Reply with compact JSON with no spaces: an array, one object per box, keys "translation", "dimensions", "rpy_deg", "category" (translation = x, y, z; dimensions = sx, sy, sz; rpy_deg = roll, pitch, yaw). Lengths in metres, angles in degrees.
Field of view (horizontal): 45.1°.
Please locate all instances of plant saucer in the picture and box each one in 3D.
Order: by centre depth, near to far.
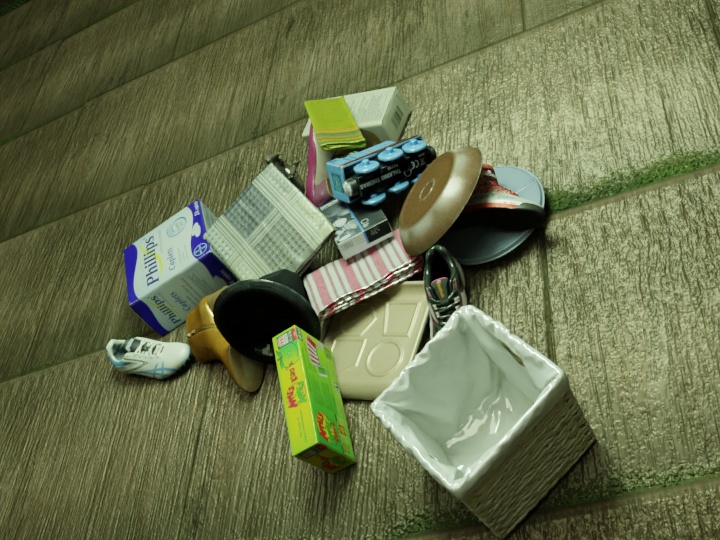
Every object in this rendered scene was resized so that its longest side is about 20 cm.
[{"translation":[0.117,-0.119,1.378],"dimensions":[0.201,0.036,0.201],"rpy_deg":[-50,20,25],"category":"plant saucer"}]

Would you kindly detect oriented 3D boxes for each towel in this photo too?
[{"translation":[0.000,0.000,1.452],"dimensions":[0.198,0.030,0.147],"rpy_deg":[-26,27,-3],"category":"towel"},{"translation":[-0.160,-0.061,1.531],"dimensions":[0.193,0.035,0.200],"rpy_deg":[-46,65,5],"category":"towel"},{"translation":[-0.050,-0.280,1.633],"dimensions":[0.085,0.018,0.201],"rpy_deg":[-5,36,-11],"category":"towel"}]

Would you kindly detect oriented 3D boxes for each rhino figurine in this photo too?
[{"translation":[-0.143,-0.155,1.631],"dimensions":[0.086,0.201,0.060],"rpy_deg":[22,58,13],"category":"rhino figurine"}]

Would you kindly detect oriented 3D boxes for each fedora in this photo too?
[{"translation":[-0.144,0.063,1.424],"dimensions":[0.198,0.202,0.092],"rpy_deg":[-12,38,28],"category":"fedora"}]

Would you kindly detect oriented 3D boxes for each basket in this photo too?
[{"translation":[0.160,0.192,1.113],"dimensions":[0.200,0.161,0.198],"rpy_deg":[-46,41,-6],"category":"basket"}]

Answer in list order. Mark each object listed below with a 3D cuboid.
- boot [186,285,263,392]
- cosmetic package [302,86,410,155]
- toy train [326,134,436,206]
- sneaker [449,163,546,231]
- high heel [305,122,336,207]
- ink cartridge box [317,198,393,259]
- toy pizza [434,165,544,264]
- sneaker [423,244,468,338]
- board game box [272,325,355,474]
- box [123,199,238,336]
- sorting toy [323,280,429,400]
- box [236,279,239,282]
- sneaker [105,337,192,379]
[{"translation":[-0.246,0.141,1.538],"dimensions":[0.144,0.070,0.204],"rpy_deg":[-37,64,43],"category":"boot"},{"translation":[-0.009,-0.295,1.739],"dimensions":[0.198,0.071,0.106],"rpy_deg":[0,55,36],"category":"cosmetic package"},{"translation":[0.040,-0.183,1.548],"dimensions":[0.198,0.088,0.114],"rpy_deg":[-26,28,-26],"category":"toy train"},{"translation":[0.210,-0.123,1.377],"dimensions":[0.199,0.067,0.109],"rpy_deg":[0,58,40],"category":"sneaker"},{"translation":[-0.088,-0.207,1.684],"dimensions":[0.096,0.067,0.203],"rpy_deg":[-33,52,47],"category":"high heel"},{"translation":[-0.017,-0.097,1.558],"dimensions":[0.099,0.040,0.200],"rpy_deg":[-28,31,-3],"category":"ink cartridge box"},{"translation":[0.210,-0.088,1.423],"dimensions":[0.198,0.032,0.202],"rpy_deg":[-20,46,22],"category":"toy pizza"},{"translation":[0.126,0.051,1.295],"dimensions":[0.079,0.087,0.202],"rpy_deg":[-21,57,9],"category":"sneaker"},{"translation":[-0.071,0.193,1.304],"dimensions":[0.047,0.101,0.202],"rpy_deg":[-30,51,19],"category":"board game box"},{"translation":[-0.358,-0.008,1.722],"dimensions":[0.199,0.105,0.185],"rpy_deg":[-33,40,8],"category":"box"},{"translation":[0.021,0.113,1.388],"dimensions":[0.183,0.036,0.202],"rpy_deg":[-3,57,35],"category":"sorting toy"},{"translation":[-0.158,0.002,1.593],"dimensions":[0.070,0.064,0.201],"rpy_deg":[18,67,44],"category":"box"},{"translation":[-0.401,0.159,1.632],"dimensions":[0.198,0.073,0.073],"rpy_deg":[-5,50,32],"category":"sneaker"}]
